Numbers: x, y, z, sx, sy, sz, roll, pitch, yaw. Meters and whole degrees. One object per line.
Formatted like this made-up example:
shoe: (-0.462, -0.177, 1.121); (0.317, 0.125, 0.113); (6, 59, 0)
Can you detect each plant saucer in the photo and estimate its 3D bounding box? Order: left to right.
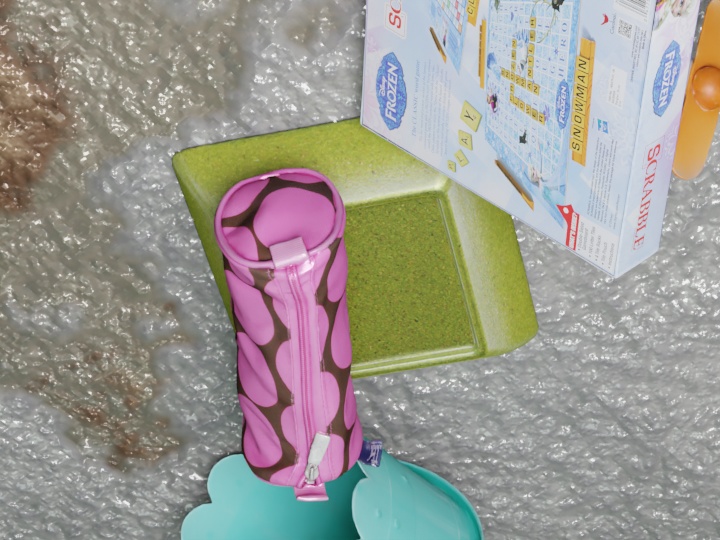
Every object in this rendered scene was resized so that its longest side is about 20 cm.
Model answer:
plant saucer: (0.000, 0.000, 1.175); (0.199, 0.048, 0.200); (-10, 128, 10)

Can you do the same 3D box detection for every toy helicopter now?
toy helicopter: (0.162, -0.134, 1.021); (0.079, 0.132, 0.200); (-4, 116, -32)

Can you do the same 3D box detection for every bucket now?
bucket: (-0.020, 0.207, 1.251); (0.135, 0.207, 0.207); (31, 124, -32)

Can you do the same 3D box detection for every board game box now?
board game box: (0.085, -0.126, 0.994); (0.199, 0.041, 0.200); (34, 138, 32)

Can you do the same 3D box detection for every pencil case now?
pencil case: (-0.039, 0.041, 1.119); (0.091, 0.094, 0.200); (-4, 128, 4)
